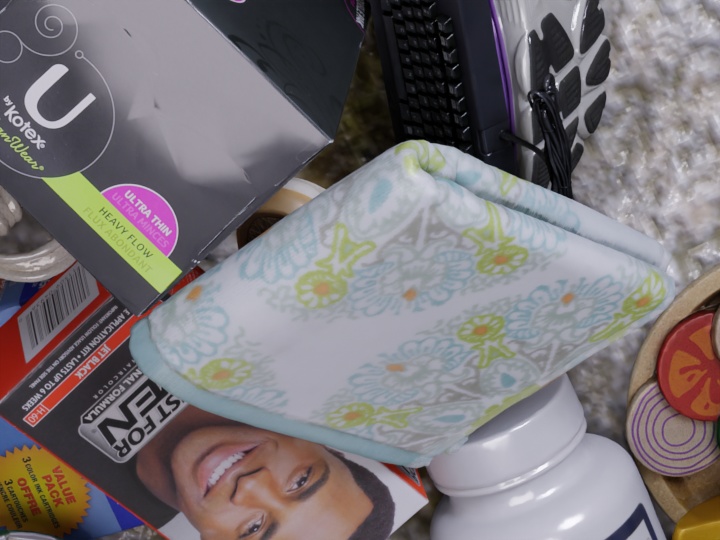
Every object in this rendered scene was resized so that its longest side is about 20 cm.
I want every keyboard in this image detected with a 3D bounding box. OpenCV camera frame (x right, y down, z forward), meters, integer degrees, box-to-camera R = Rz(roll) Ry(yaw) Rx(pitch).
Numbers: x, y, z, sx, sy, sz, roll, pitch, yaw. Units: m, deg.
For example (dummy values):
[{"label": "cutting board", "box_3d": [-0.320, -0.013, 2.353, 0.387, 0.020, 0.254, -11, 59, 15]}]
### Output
[{"label": "keyboard", "box_3d": [0.054, -0.064, 1.280, 0.127, 0.021, 0.200, 23, 138, 41]}]

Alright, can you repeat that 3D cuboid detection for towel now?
[{"label": "towel", "box_3d": [0.023, 0.016, 1.218, 0.171, 0.048, 0.200, -37, 145, 29]}]

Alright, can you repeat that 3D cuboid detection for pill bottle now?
[{"label": "pill bottle", "box_3d": [0.101, 0.151, 1.375, 0.111, 0.111, 0.200, -19, 109, 12]}]

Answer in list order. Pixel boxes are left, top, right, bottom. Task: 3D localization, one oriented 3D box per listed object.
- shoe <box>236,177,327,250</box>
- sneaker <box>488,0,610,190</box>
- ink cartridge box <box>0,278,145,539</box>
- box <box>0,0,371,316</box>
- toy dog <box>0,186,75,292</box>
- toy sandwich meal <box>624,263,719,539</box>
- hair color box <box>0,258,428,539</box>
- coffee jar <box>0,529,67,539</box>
[{"label": "shoe", "box_3d": [0.000, 0.000, 1.299, 0.070, 0.053, 0.200, 3, 156, 26]}, {"label": "sneaker", "box_3d": [0.061, -0.125, 1.299, 0.083, 0.081, 0.200, 6, 123, 36]}, {"label": "ink cartridge box", "box_3d": [-0.177, 0.072, 1.388, 0.200, 0.076, 0.137, -19, 109, 10]}, {"label": "box", "box_3d": [-0.094, -0.101, 1.240, 0.124, 0.200, 0.149, -42, 103, 18]}, {"label": "toy dog", "box_3d": [-0.226, -0.002, 1.314, 0.200, 0.096, 0.132, -31, 70, -7]}, {"label": "toy sandwich meal", "box_3d": [0.231, 0.079, 1.356, 0.205, 0.070, 0.205, 2, 112, 4]}, {"label": "hair color box", "box_3d": [-0.072, 0.073, 1.310, 0.102, 0.061, 0.200, -43, 120, 14]}, {"label": "coffee jar", "box_3d": [-0.190, 0.214, 1.387, 0.085, 0.104, 0.200, 9, 148, -16]}]
